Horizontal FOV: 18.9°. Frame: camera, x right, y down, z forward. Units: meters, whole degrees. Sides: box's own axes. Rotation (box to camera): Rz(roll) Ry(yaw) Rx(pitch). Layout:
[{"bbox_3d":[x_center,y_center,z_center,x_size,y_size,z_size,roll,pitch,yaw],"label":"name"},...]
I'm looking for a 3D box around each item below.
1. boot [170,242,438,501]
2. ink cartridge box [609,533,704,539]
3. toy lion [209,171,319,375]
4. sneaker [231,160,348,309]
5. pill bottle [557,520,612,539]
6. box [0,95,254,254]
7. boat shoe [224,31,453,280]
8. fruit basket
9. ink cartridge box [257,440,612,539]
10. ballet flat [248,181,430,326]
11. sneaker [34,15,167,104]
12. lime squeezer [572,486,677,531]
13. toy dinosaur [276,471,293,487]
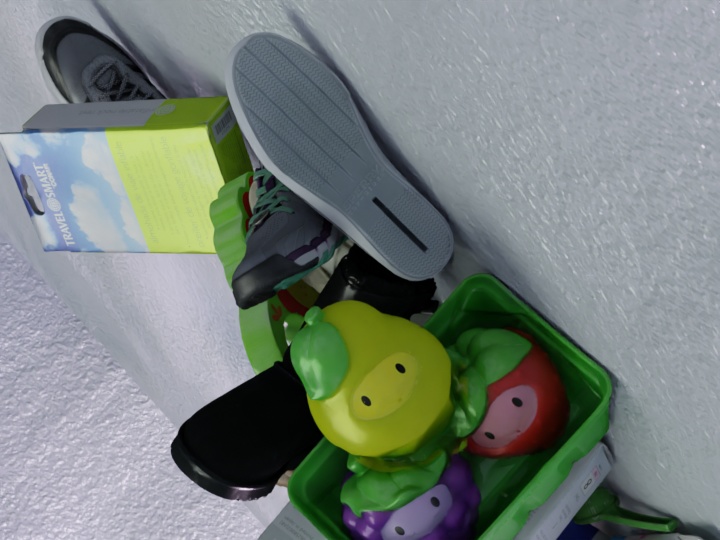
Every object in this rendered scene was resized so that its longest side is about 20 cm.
[{"bbox_3d":[-0.033,0.063,1.447,0.073,0.162,0.198,39,-159,17],"label":"boot"},{"bbox_3d":[0.224,0.246,1.503,0.115,0.068,0.200,44,168,-1],"label":"ink cartridge box"},{"bbox_3d":[-0.050,0.025,1.624,0.192,0.069,0.200,52,-155,-26],"label":"toy lion"},{"bbox_3d":[-0.057,-0.038,1.452,0.088,0.074,0.200,57,-159,-4],"label":"sneaker"},{"bbox_3d":[0.129,0.231,1.658,0.200,0.112,0.112,30,164,10],"label":"pill bottle"},{"bbox_3d":[-0.180,-0.073,1.714,0.200,0.048,0.122,1,124,29],"label":"box"},{"bbox_3d":[-0.023,-0.069,1.404,0.200,0.074,0.067,52,167,-15],"label":"boat shoe"},{"bbox_3d":[0.044,0.098,1.382,0.156,0.216,0.216,42,166,30],"label":"fruit basket"},{"bbox_3d":[0.052,0.161,1.503,0.163,0.200,0.057,34,171,30],"label":"ink cartridge box"},{"bbox_3d":[0.000,0.000,1.590,0.200,0.069,0.069,49,168,-12],"label":"ballet flat"},{"bbox_3d":[-0.184,-0.135,1.782,0.200,0.075,0.114,50,162,-11],"label":"sneaker"},{"bbox_3d":[0.160,0.150,1.558,0.200,0.038,0.071,39,133,40],"label":"lime squeezer"},{"bbox_3d":[0.003,0.157,1.797,0.135,0.200,0.086,22,136,-1],"label":"toy dinosaur"}]
